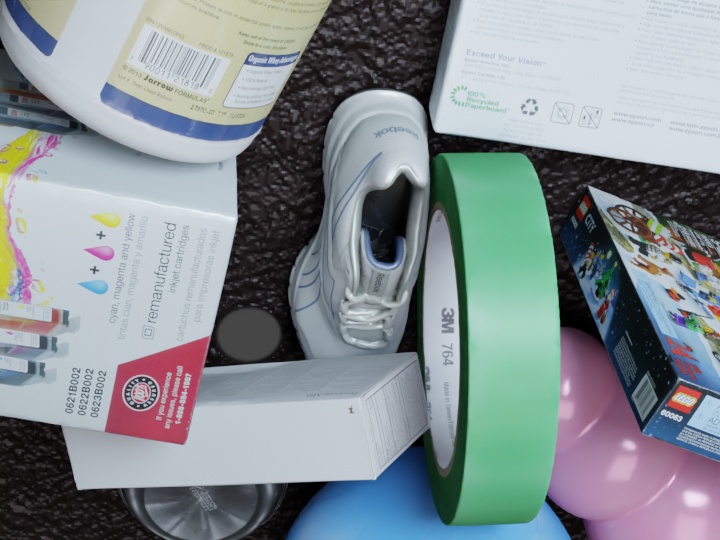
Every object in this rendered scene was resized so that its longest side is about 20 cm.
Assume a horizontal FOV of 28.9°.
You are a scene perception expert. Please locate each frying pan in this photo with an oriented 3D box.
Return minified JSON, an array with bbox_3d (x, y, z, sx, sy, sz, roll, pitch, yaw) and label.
[{"bbox_3d":[-0.067,0.137,0.917,0.187,0.031,0.116,-3,122,0],"label":"frying pan"}]

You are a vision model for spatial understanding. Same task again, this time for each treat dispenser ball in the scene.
[{"bbox_3d":[0.041,0.211,0.869,0.198,0.202,0.203,-3,121,-4],"label":"treat dispenser ball"}]

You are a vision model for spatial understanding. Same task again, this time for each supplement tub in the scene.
[{"bbox_3d":[-0.072,-0.169,0.661,0.143,0.145,0.201,24,116,-19],"label":"supplement tub"}]

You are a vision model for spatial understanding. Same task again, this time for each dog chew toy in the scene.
[{"bbox_3d":[0.163,0.112,0.874,0.200,0.125,0.124,40,110,-17],"label":"dog chew toy"}]

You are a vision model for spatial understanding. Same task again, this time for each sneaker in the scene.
[{"bbox_3d":[0.000,0.000,0.805,0.074,0.087,0.202,1,122,-9],"label":"sneaker"}]

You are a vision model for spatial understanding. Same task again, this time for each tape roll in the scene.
[{"bbox_3d":[0.065,0.037,0.767,0.048,0.201,0.202,-2,121,-5],"label":"tape roll"}]

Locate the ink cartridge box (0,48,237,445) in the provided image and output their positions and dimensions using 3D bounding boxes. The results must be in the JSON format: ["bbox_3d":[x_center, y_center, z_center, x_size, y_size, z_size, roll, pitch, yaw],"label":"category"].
[{"bbox_3d":[-0.175,-0.020,0.741,0.198,0.145,0.147,10,120,-11],"label":"ink cartridge box"}]

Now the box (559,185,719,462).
[{"bbox_3d":[0.196,0.037,0.780,0.135,0.201,0.038,20,117,-17],"label":"box"}]

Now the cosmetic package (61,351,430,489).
[{"bbox_3d":[-0.067,0.088,0.805,0.198,0.082,0.051,-6,100,27],"label":"cosmetic package"}]

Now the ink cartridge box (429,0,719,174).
[{"bbox_3d":[0.150,-0.157,0.752,0.197,0.041,0.202,8,120,-10],"label":"ink cartridge box"}]
